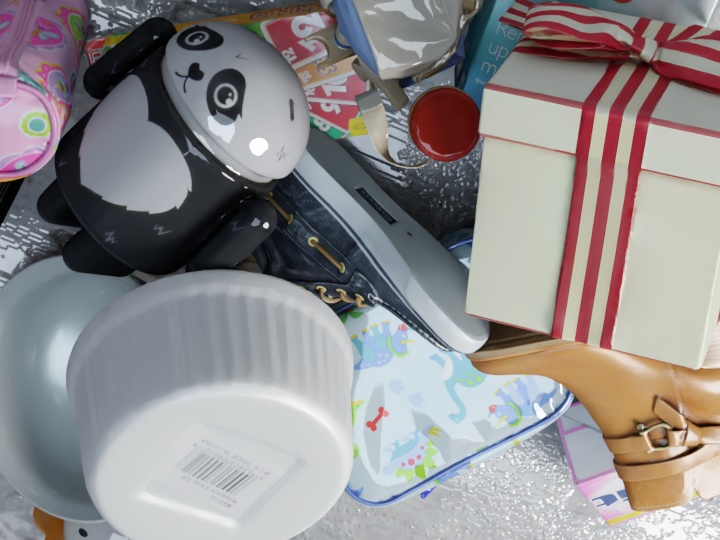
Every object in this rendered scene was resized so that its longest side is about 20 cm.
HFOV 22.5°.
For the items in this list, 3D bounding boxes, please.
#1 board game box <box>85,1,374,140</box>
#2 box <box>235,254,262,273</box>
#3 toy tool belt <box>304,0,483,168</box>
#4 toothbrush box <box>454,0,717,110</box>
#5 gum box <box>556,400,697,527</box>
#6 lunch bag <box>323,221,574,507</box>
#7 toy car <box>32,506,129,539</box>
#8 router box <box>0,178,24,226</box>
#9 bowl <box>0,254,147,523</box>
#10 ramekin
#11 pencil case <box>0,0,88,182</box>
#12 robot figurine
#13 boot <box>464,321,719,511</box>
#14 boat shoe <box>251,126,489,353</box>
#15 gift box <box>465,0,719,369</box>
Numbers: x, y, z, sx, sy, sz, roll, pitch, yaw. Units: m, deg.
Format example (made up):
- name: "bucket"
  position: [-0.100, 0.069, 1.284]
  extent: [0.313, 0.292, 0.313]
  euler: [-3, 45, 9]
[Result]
- name: "board game box"
  position: [-0.091, -0.130, 1.277]
  extent: [0.198, 0.030, 0.096]
  euler: [-7, 115, 9]
- name: "box"
  position: [-0.066, -0.062, 1.349]
  extent: [0.081, 0.049, 0.202]
  euler: [-5, 115, 6]
- name: "toy tool belt"
  position: [0.024, -0.167, 1.184]
  extent: [0.124, 0.123, 0.201]
  euler: [-22, 94, -1]
- name: "toothbrush box"
  position: [0.164, -0.191, 1.254]
  extent: [0.145, 0.085, 0.201]
  euler: [19, 115, -7]
- name: "gum box"
  position: [0.261, 0.120, 1.381]
  extent: [0.199, 0.067, 0.114]
  euler: [-21, 150, 13]
- name: "lunch bag"
  position: [0.050, 0.072, 1.326]
  extent: [0.199, 0.082, 0.162]
  euler: [-29, 97, 11]
- name: "toy car"
  position: [-0.174, 0.222, 1.440]
  extent: [0.198, 0.177, 0.186]
  euler: [5, 129, 14]
- name: "router box"
  position: [-0.294, -0.094, 1.263]
  extent: [0.051, 0.200, 0.150]
  euler: [-13, 114, 8]
- name: "bowl"
  position: [-0.193, 0.086, 1.387]
  extent: [0.199, 0.090, 0.203]
  euler: [3, 96, 28]
- name: "ramekin"
  position: [-0.097, 0.103, 1.217]
  extent: [0.198, 0.098, 0.202]
  euler: [-6, 135, -6]
- name: "pencil case"
  position: [-0.235, -0.139, 1.240]
  extent: [0.087, 0.201, 0.088]
  euler: [0, 121, 0]
- name: "robot figurine"
  position: [-0.126, -0.078, 1.219]
  extent: [0.200, 0.125, 0.150]
  euler: [-38, 108, 21]
- name: "boot"
  position: [0.177, 0.093, 1.261]
  extent: [0.198, 0.077, 0.157]
  euler: [-11, 112, -2]
- name: "boat shoe"
  position: [0.000, 0.000, 1.258]
  extent: [0.200, 0.071, 0.091]
  euler: [48, 117, 15]
- name: "gift box"
  position: [0.167, -0.077, 1.167]
  extent: [0.183, 0.200, 0.188]
  euler: [11, 121, 11]
